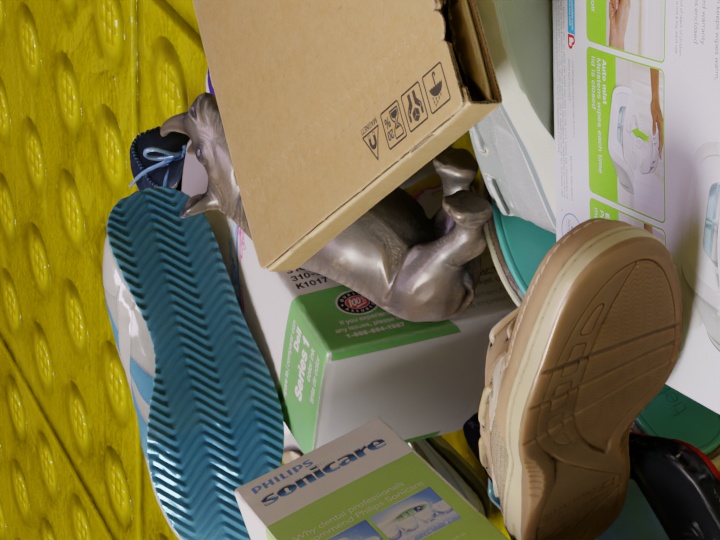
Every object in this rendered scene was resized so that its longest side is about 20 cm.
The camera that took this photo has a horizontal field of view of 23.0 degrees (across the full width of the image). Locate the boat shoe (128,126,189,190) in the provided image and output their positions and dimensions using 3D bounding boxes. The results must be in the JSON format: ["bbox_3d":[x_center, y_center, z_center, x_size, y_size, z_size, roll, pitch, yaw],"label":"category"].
[{"bbox_3d":[-0.105,-0.065,1.289,0.200,0.084,0.069,34,151,40],"label":"boat shoe"}]

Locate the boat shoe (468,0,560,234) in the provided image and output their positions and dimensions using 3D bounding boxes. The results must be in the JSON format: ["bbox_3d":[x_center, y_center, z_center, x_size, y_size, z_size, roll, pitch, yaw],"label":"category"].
[{"bbox_3d":[0.063,-0.084,0.775,0.071,0.070,0.201,11,148,30],"label":"boat shoe"}]

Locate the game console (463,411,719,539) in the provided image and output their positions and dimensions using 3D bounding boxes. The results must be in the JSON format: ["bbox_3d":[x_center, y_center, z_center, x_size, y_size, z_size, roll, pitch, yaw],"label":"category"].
[{"bbox_3d":[0.101,0.170,0.816,0.173,0.119,0.200,58,158,-14],"label":"game console"}]

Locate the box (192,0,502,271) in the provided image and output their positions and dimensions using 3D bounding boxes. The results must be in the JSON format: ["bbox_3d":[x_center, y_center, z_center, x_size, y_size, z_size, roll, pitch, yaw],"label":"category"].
[{"bbox_3d":[-0.016,-0.108,0.773,0.200,0.021,0.164,-36,65,58],"label":"box"}]

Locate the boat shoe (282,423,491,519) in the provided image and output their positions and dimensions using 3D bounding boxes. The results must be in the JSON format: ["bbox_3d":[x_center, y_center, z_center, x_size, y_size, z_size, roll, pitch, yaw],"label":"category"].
[{"bbox_3d":[-0.007,0.099,1.018,0.075,0.200,0.068,-51,6,24],"label":"boat shoe"}]

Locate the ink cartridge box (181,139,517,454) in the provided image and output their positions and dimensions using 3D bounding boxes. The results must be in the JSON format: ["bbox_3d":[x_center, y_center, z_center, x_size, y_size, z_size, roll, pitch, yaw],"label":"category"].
[{"bbox_3d":[0.000,0.000,0.987,0.200,0.144,0.084,54,147,43],"label":"ink cartridge box"}]

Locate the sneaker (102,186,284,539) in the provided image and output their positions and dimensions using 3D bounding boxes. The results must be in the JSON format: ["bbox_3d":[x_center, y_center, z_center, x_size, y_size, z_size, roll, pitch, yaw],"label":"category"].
[{"bbox_3d":[-0.091,0.059,0.961,0.081,0.076,0.201,113,145,-68],"label":"sneaker"}]

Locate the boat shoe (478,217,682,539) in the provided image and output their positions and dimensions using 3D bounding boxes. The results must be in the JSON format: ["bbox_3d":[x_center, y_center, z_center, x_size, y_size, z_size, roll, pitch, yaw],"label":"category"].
[{"bbox_3d":[0.075,0.043,0.706,0.065,0.071,0.201,56,156,33],"label":"boat shoe"}]

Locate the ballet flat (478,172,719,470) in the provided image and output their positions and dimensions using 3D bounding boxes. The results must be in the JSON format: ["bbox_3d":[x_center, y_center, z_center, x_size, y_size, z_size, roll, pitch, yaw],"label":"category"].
[{"bbox_3d":[0.111,0.026,0.860,0.201,0.069,0.070,65,153,27],"label":"ballet flat"}]

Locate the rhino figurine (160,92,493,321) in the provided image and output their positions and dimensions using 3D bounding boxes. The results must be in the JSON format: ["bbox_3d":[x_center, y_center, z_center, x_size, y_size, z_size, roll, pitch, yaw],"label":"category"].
[{"bbox_3d":[-0.022,-0.035,0.888,0.199,0.060,0.088,23,130,22],"label":"rhino figurine"}]

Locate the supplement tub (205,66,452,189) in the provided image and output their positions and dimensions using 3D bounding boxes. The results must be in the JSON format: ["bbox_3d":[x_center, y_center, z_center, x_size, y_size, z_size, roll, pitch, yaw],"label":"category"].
[{"bbox_3d":[-0.001,-0.154,0.921,0.146,0.145,0.201,60,150,36],"label":"supplement tub"}]

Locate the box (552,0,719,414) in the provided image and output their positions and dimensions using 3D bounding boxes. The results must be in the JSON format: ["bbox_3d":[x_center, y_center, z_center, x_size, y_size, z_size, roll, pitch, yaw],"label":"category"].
[{"bbox_3d":[0.155,-0.054,0.678,0.176,0.096,0.201,30,127,59],"label":"box"}]

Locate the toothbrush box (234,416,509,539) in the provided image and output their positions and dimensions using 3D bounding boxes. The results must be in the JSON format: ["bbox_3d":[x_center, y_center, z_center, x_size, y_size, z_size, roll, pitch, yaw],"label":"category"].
[{"bbox_3d":[0.033,0.179,0.790,0.200,0.086,0.146,35,147,58],"label":"toothbrush box"}]

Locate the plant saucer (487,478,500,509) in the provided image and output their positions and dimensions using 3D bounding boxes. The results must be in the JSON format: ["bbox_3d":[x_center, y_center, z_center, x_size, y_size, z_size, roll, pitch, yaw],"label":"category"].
[{"bbox_3d":[0.125,0.138,0.930,0.200,0.019,0.070,-137,41,-54],"label":"plant saucer"}]
